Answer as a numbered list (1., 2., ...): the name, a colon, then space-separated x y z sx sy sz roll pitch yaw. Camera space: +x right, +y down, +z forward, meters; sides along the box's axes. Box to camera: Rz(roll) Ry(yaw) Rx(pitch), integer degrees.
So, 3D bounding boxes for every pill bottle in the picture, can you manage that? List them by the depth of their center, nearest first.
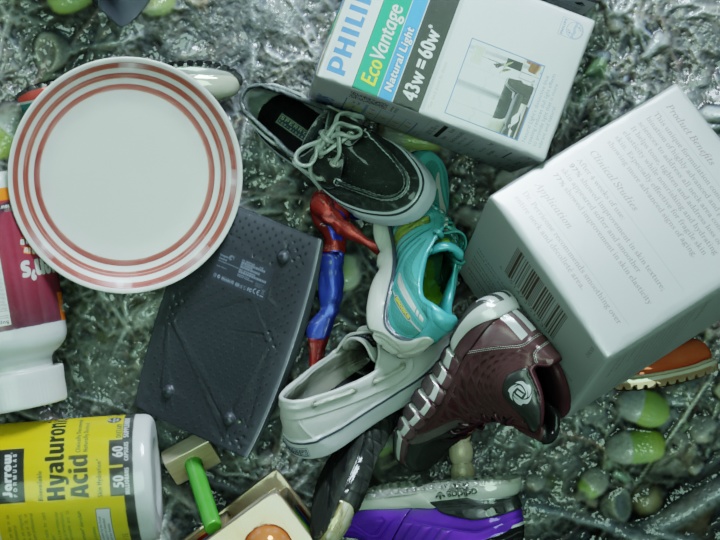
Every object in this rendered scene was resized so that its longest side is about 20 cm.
1. pill bottle: -0.313 0.019 1.594 0.109 0.110 0.201 -10 92 -2
2. pill bottle: -0.274 0.186 1.599 0.199 0.111 0.112 -5 91 -2

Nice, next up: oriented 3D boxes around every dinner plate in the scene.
1. dinner plate: -0.200 -0.081 1.573 0.199 0.024 0.201 -2 97 -14

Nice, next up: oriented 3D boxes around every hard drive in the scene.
1. hard drive: -0.110 0.048 1.611 0.134 0.042 0.201 21 96 23

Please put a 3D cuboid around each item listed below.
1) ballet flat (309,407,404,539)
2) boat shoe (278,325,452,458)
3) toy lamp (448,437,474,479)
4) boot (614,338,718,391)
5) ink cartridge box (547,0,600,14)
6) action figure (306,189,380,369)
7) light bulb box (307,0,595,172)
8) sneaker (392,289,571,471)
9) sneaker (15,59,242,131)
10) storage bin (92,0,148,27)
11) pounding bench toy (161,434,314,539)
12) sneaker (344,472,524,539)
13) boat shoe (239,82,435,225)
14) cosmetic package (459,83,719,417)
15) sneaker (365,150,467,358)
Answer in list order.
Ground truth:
1. ballet flat: 0.007 0.161 1.580 0.057 0.200 0.066 41 133 -13
2. boat shoe: 0.007 0.080 1.574 0.200 0.072 0.066 -32 125 -27
3. toy lamp: 0.089 0.175 1.639 0.058 0.058 0.201 -7 90 -2
4. boot: 0.218 0.055 1.634 0.199 0.075 0.108 1 86 -2
5. ink cartridge box: 0.162 -0.277 1.559 0.115 0.200 0.067 22 90 -2
6. action figure: 0.000 0.000 1.628 0.098 0.065 0.201 -1 92 5
7. light bulb box: 0.070 -0.176 1.559 0.199 0.198 0.125 20 89 -3
8. sneaker: 0.105 0.122 1.534 0.115 0.076 0.201 42 130 21
9. sneaker: -0.198 -0.130 1.620 0.199 0.070 0.094 -8 99 0
10. storage bin: -0.208 -0.335 1.584 0.134 0.146 0.200 36 90 8
11. pounding bench toy: -0.106 0.236 1.583 0.124 0.156 0.200 -36 92 -1
12. sneaker: 0.052 0.233 1.592 0.199 0.069 0.100 -10 89 32
13. boat shoe: -0.024 -0.106 1.575 0.199 0.068 0.074 39 91 31
14. cosmetic package: 0.217 -0.013 1.543 0.199 0.166 0.168 -30 75 -17
15. sneaker: 0.060 -0.018 1.570 0.077 0.079 0.201 29 49 -34
